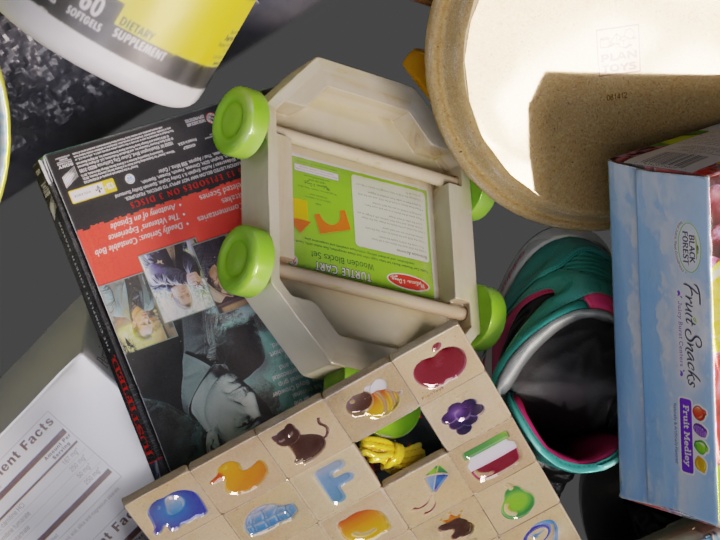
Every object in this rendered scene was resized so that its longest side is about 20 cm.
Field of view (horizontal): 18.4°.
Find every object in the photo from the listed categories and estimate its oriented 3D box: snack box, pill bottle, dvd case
[{"bbox_3d":[0.208,0.009,1.069,0.199,0.067,0.170,-20,112,-41],"label":"snack box"},{"bbox_3d":[-0.077,-0.187,1.015,0.114,0.114,0.201,28,101,-12],"label":"pill bottle"},{"bbox_3d":[-0.055,0.021,1.052,0.146,0.022,0.201,-20,85,-31],"label":"dvd case"}]

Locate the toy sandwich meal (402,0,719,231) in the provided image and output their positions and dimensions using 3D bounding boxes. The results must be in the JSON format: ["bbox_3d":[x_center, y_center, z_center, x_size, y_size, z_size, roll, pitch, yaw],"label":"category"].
[{"bbox_3d":[0.109,-0.118,1.080,0.204,0.070,0.206,-5,108,-14],"label":"toy sandwich meal"}]

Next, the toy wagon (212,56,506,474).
[{"bbox_3d":[0.000,0.000,1.047,0.155,0.039,0.201,14,64,-37],"label":"toy wagon"}]

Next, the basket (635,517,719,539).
[{"bbox_3d":[0.199,0.213,1.067,0.138,0.176,0.201,-12,86,-14],"label":"basket"}]

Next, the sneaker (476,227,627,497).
[{"bbox_3d":[0.089,0.087,1.104,0.083,0.121,0.201,14,105,-9],"label":"sneaker"}]

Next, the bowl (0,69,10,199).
[{"bbox_3d":[-0.259,-0.075,1.031,0.199,0.108,0.201,-2,106,-6],"label":"bowl"}]

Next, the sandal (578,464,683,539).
[{"bbox_3d":[0.172,0.177,1.177,0.075,0.045,0.201,-19,107,0],"label":"sandal"}]

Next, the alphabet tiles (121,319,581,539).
[{"bbox_3d":[-0.014,0.122,1.011,0.199,0.008,0.167,-28,132,3],"label":"alphabet tiles"}]

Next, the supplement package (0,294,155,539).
[{"bbox_3d":[-0.099,0.124,1.101,0.200,0.114,0.110,43,99,-15],"label":"supplement package"}]
